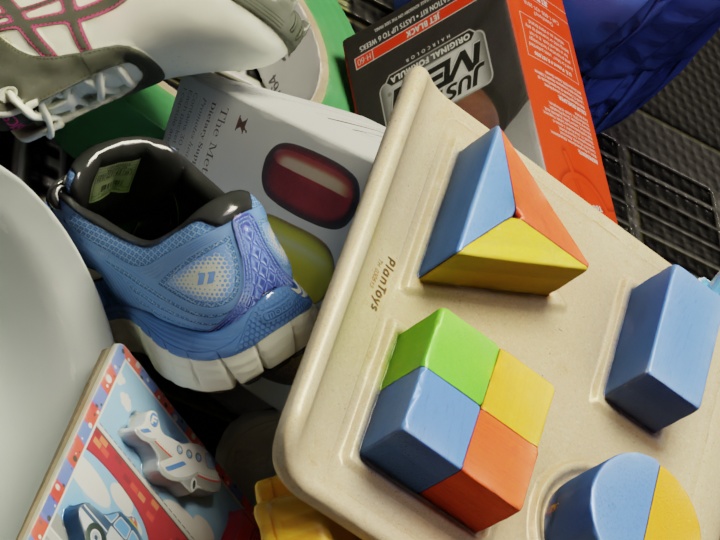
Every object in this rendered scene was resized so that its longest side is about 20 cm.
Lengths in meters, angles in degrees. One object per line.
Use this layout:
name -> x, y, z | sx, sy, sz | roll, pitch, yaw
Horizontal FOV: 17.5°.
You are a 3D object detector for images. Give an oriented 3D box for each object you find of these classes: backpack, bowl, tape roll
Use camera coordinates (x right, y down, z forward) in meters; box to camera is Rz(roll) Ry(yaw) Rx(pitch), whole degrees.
backpack -> 0.107, -0.160, 1.259 | 0.163, 0.200, 0.167 | 52, 46, 6
bowl -> -0.169, 0.063, 0.833 | 0.201, 0.090, 0.203 | -10, 90, -67
tape roll -> -0.089, -0.115, 1.148 | 0.199, 0.048, 0.201 | 26, 41, -25

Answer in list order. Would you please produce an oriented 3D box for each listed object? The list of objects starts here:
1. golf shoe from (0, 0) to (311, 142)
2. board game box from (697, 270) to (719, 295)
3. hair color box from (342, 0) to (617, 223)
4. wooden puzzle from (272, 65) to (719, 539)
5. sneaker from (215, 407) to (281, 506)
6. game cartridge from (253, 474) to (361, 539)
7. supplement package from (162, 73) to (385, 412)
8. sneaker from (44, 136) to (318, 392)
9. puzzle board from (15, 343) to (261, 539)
golf shoe -> -0.118, -0.094, 1.009 | 0.077, 0.198, 0.089 | 51, 48, -60
board game box -> 0.259, 0.092, 1.085 | 0.199, 0.026, 0.200 | 31, 21, -25
hair color box -> 0.061, -0.040, 1.120 | 0.061, 0.101, 0.201 | 23, 47, -48
wooden puzzle -> 0.072, 0.042, 0.843 | 0.200, 0.046, 0.186 | 38, 49, -22
sneaker -> 0.018, 0.094, 1.053 | 0.199, 0.078, 0.082 | 13, 15, -27
game cartridge -> 0.005, 0.176, 0.851 | 0.176, 0.032, 0.202 | 59, 14, -78
supplement package -> 0.000, 0.000, 0.989 | 0.109, 0.115, 0.200 | 12, 9, -36
sneaker -> -0.094, -0.016, 0.939 | 0.078, 0.199, 0.090 | -31, 116, -36
puzzle board -> -0.058, 0.147, 0.881 | 0.200, 0.017, 0.151 | 54, 34, -28
